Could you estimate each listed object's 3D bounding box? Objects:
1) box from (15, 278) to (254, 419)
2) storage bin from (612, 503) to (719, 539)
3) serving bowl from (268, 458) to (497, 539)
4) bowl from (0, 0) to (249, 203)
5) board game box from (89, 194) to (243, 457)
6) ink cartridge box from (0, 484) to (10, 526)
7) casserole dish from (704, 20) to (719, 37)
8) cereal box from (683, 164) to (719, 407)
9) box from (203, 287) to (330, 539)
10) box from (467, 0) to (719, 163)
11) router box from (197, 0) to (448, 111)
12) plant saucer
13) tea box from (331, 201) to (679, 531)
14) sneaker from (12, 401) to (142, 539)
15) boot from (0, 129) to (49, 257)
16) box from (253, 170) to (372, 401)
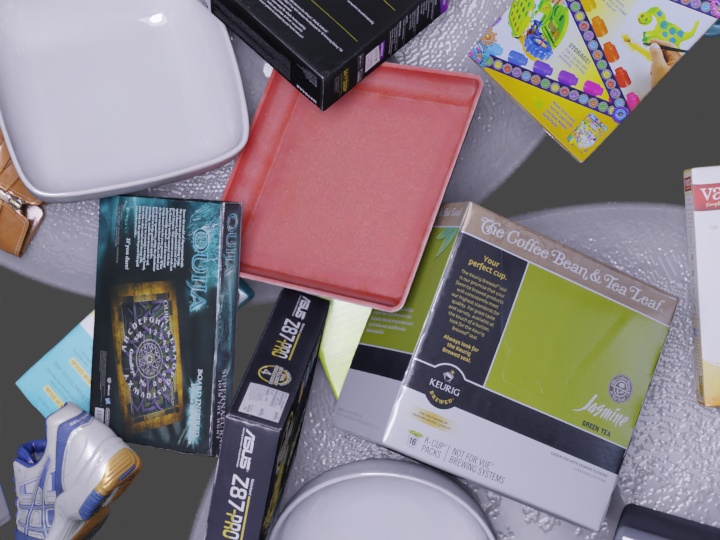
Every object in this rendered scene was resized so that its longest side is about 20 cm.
[{"bbox_3d":[-0.191,0.057,1.328,0.200,0.049,0.082,-42,90,3],"label":"box"},{"bbox_3d":[0.258,0.264,1.255,0.133,0.200,0.147,18,93,13],"label":"storage bin"},{"bbox_3d":[0.020,0.235,1.302,0.198,0.066,0.202,2,117,3],"label":"serving bowl"},{"bbox_3d":[-0.203,-0.152,1.280,0.198,0.075,0.202,-14,76,-14],"label":"bowl"},{"bbox_3d":[-0.158,0.042,1.256,0.134,0.028,0.203,6,94,33],"label":"board game box"},{"bbox_3d":[-0.419,0.180,1.324,0.198,0.084,0.146,-18,91,3],"label":"ink cartridge box"},{"bbox_3d":[0.301,-0.298,1.303,0.120,0.039,0.203,8,93,2],"label":"casserole dish"},{"bbox_3d":[0.349,0.009,1.310,0.142,0.040,0.203,-4,92,1],"label":"cereal box"},{"bbox_3d":[-0.076,0.131,1.228,0.049,0.200,0.163,16,118,2],"label":"box"},{"bbox_3d":[0.207,-0.212,1.202,0.122,0.200,0.193,43,114,0],"label":"box"},{"bbox_3d":[-0.047,-0.243,1.258,0.149,0.051,0.200,-40,71,-21],"label":"router box"},{"bbox_3d":[-0.011,-0.071,1.242,0.198,0.037,0.201,12,74,32],"label":"plant saucer"},{"bbox_3d":[0.113,0.073,1.237,0.198,0.133,0.199,24,84,-18],"label":"tea box"},{"bbox_3d":[-0.254,0.184,1.299,0.088,0.075,0.200,45,126,8],"label":"sneaker"},{"bbox_3d":[-0.314,-0.122,1.312,0.154,0.077,0.202,27,95,2],"label":"boot"},{"bbox_3d":[0.000,0.000,1.320,0.121,0.048,0.202,-23,91,2],"label":"box"}]
